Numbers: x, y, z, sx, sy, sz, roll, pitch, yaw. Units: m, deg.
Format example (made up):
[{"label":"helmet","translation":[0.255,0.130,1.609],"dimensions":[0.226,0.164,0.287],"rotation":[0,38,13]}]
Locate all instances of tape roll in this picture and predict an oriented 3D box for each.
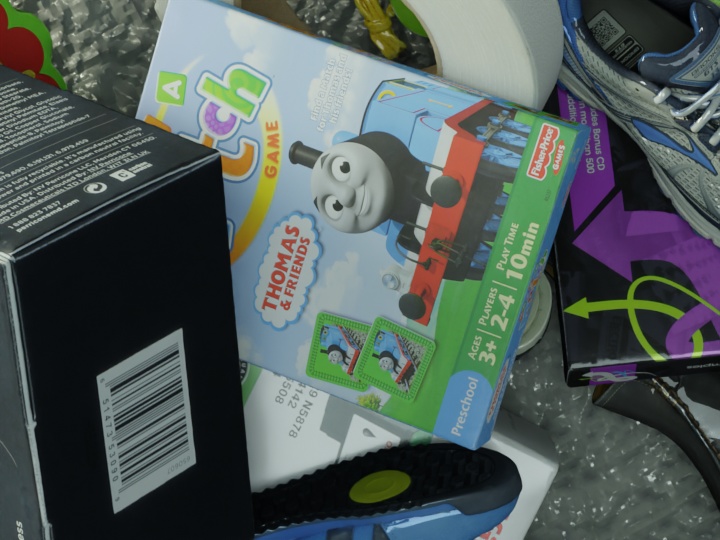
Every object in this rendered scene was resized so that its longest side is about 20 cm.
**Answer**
[{"label":"tape roll","translation":[-0.004,-0.119,1.018],"dimensions":[0.202,0.203,0.037],"rotation":[31,57,-3]}]

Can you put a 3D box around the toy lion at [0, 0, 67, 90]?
[{"label":"toy lion","translation":[-0.237,-0.081,1.039],"dimensions":[0.191,0.068,0.201],"rotation":[-37,121,-21]}]

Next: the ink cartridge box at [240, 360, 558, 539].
[{"label":"ink cartridge box","translation":[-0.019,0.108,1.091],"dimensions":[0.199,0.084,0.147],"rotation":[26,96,-2]}]

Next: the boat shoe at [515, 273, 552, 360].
[{"label":"boat shoe","translation":[0.001,-0.002,1.086],"dimensions":[0.198,0.066,0.075],"rotation":[15,75,11]}]

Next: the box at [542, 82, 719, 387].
[{"label":"box","translation":[0.187,-0.028,1.038],"dimensions":[0.198,0.036,0.144],"rotation":[-6,74,1]}]

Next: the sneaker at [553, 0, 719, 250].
[{"label":"sneaker","translation":[0.153,-0.076,0.993],"dimensions":[0.200,0.085,0.077],"rotation":[38,79,12]}]

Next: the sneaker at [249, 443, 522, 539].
[{"label":"sneaker","translation":[-0.015,0.140,1.024],"dimensions":[0.198,0.066,0.079],"rotation":[-18,108,4]}]

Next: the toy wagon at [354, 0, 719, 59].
[{"label":"toy wagon","translation":[0.089,-0.168,1.070],"dimensions":[0.199,0.040,0.156],"rotation":[-26,106,14]}]

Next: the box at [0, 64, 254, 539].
[{"label":"box","translation":[-0.159,0.030,0.964],"dimensions":[0.196,0.124,0.202],"rotation":[22,128,37]}]

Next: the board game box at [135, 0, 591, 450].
[{"label":"board game box","translation":[-0.013,-0.025,0.999],"dimensions":[0.199,0.037,0.153],"rotation":[20,101,14]}]

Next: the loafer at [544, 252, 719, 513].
[{"label":"loafer","translation":[0.146,0.051,1.089],"dimensions":[0.072,0.073,0.201],"rotation":[-26,86,-7]}]
